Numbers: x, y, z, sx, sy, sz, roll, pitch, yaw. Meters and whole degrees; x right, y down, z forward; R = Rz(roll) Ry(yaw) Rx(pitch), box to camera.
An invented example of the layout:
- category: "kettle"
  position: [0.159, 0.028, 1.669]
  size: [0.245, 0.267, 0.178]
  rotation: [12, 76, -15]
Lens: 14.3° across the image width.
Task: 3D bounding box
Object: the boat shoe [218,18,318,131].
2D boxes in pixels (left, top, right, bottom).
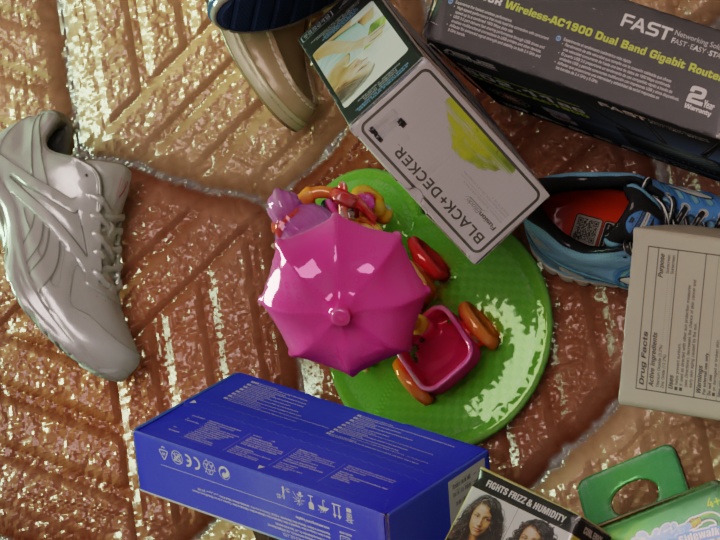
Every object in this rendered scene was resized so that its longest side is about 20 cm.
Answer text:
- category: "boat shoe"
  position: [-0.059, -0.185, 1.830]
  size: [0.064, 0.071, 0.201]
  rotation: [-25, 68, 14]

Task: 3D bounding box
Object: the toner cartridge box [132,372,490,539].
- category: "toner cartridge box"
  position: [-0.029, 0.116, 1.673]
  size: [0.199, 0.095, 0.043]
  rotation: [15, 119, 39]

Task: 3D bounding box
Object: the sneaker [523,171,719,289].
- category: "sneaker"
  position: [0.181, -0.014, 1.687]
  size: [0.199, 0.090, 0.079]
  rotation: [9, 80, 23]

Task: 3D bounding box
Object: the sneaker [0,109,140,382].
- category: "sneaker"
  position: [-0.182, -0.024, 1.835]
  size: [0.099, 0.078, 0.201]
  rotation: [-34, 69, 6]

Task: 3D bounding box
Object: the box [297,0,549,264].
- category: "box"
  position: [0.034, -0.091, 1.691]
  size: [0.060, 0.200, 0.117]
  rotation: [-41, 110, 6]

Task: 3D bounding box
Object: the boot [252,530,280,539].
- category: "boot"
  position: [-0.062, 0.171, 1.679]
  size: [0.185, 0.200, 0.065]
  rotation: [-8, 118, -2]

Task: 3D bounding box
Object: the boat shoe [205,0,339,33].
- category: "boat shoe"
  position: [-0.023, -0.211, 1.790]
  size: [0.199, 0.072, 0.073]
  rotation: [-26, 70, -28]

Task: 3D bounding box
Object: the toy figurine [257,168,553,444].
- category: "toy figurine"
  position: [0.000, 0.000, 1.697]
  size: [0.150, 0.184, 0.200]
  rotation: [-40, 65, 10]

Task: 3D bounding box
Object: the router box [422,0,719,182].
- category: "router box"
  position: [0.153, -0.115, 1.690]
  size: [0.199, 0.150, 0.062]
  rotation: [21, 85, 24]

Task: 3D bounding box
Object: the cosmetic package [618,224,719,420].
- category: "cosmetic package"
  position: [0.247, 0.036, 1.573]
  size: [0.199, 0.073, 0.104]
  rotation: [10, 98, 34]

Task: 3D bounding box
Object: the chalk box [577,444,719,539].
- category: "chalk box"
  position: [0.179, 0.197, 1.617]
  size: [0.124, 0.124, 0.201]
  rotation: [-24, 70, 13]

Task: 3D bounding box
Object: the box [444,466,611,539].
- category: "box"
  position: [0.057, 0.214, 1.562]
  size: [0.075, 0.050, 0.201]
  rotation: [25, 85, 32]
